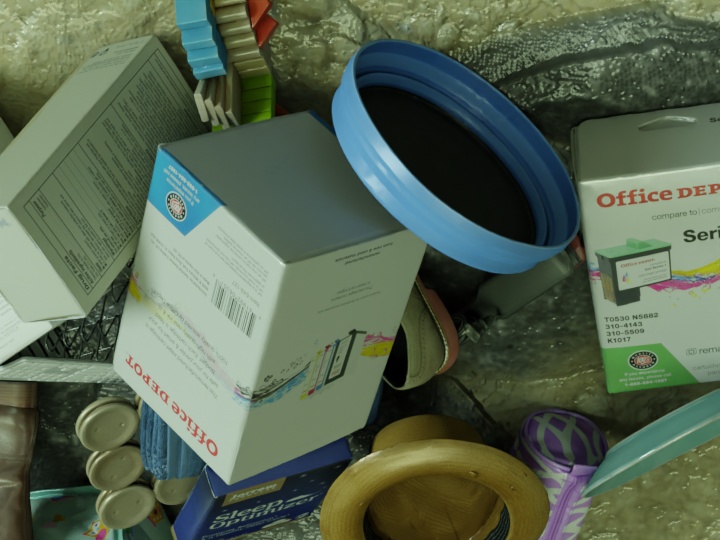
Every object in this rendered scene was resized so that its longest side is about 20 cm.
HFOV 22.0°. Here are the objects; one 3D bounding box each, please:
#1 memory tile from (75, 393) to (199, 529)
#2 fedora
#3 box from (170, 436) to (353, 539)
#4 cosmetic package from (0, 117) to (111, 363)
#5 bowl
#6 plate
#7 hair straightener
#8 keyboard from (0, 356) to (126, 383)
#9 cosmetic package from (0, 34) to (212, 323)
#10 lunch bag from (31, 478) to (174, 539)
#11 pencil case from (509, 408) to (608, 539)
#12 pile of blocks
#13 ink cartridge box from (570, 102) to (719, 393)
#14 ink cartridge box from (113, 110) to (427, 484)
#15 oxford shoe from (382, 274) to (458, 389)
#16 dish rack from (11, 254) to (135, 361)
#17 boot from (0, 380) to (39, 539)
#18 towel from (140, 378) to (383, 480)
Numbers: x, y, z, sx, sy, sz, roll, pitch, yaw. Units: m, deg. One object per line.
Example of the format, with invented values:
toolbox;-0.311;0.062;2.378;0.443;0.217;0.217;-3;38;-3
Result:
memory tile;-0.132;0.128;1.512;0.199;0.017;0.154;-22;137;-15
fedora;0.058;0.177;1.502;0.200;0.082;0.201;-3;138;-2
box;-0.080;0.178;1.509;0.121;0.033;0.200;-14;159;-21
cosmetic package;-0.287;-0.038;1.381;0.085;0.108;0.200;-32;93;25
bowl;0.066;-0.079;1.303;0.200;0.201;0.039;32;122;-16
plate;0.259;0.125;1.463;0.200;0.200;0.026;-33;77;24
hair straightener;0.085;0.033;1.457;0.200;0.077;0.041;-30;93;27
keyboard;-0.198;0.080;1.452;0.056;0.011;0.199;-15;166;43
cosmetic package;-0.194;-0.067;1.328;0.073;0.200;0.104;-6;127;40
lunch bag;-0.252;0.284;1.629;0.199;0.122;0.171;-11;124;21
pencil case;0.149;0.213;1.566;0.084;0.086;0.201;7;124;-9
pile of blocks;-0.087;-0.156;1.336;0.062;0.082;0.201;-9;123;11
ink cartridge box;0.244;-0.016;1.402;0.144;0.084;0.201;-7;123;9
ink cartridge box;-0.066;0.018;1.319;0.147;0.144;0.201;42;131;31
oxford shoe;0.000;0.000;1.406;0.070;0.075;0.200;-38;86;33
dish rack;-0.225;0.019;1.484;0.199;0.055;0.154;-16;121;15
boot;-0.355;0.186;1.539;0.185;0.064;0.201;3;93;13
towel;-0.077;0.099;1.472;0.199;0.049;0.112;-13;134;-23
